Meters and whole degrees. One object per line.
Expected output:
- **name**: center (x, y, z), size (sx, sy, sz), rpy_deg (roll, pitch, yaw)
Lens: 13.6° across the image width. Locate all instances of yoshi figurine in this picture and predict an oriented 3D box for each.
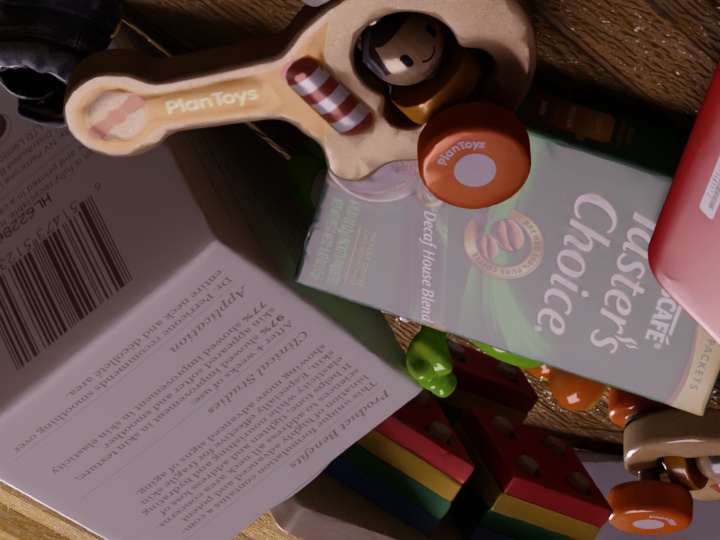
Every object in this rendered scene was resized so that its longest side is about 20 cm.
- **yoshi figurine**: center (0.055, -0.005, 1.460), size (0.199, 0.113, 0.112), rpy_deg (29, 147, -24)

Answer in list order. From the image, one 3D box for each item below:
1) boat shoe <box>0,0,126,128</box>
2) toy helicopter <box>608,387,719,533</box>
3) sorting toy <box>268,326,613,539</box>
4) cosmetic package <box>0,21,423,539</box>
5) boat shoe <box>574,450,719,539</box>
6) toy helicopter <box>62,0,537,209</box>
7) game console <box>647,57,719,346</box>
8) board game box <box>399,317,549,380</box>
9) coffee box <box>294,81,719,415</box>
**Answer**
- **boat shoe**: center (-0.156, -0.109, 1.352), size (0.071, 0.091, 0.200), rpy_deg (24, 164, -19)
- **toy helicopter**: center (0.241, 0.108, 1.696), size (0.199, 0.079, 0.132), rpy_deg (17, 154, -32)
- **sorting toy**: center (0.026, 0.085, 1.621), size (0.198, 0.070, 0.200), rpy_deg (22, -159, -30)
- **cosmetic package**: center (-0.108, 0.015, 1.469), size (0.200, 0.167, 0.167), rpy_deg (39, -163, -52)
- **boat shoe**: center (0.164, 0.149, 1.950), size (0.199, 0.071, 0.070), rpy_deg (7, -171, 25)
- **toy helicopter**: center (-0.027, -0.088, 1.237), size (0.199, 0.079, 0.133), rpy_deg (-9, 134, 7)
- **game console**: center (0.229, -0.024, 1.231), size (0.172, 0.118, 0.200), rpy_deg (46, 153, 19)
- **board game box**: center (0.000, 0.000, 1.675), size (0.199, 0.026, 0.200), rpy_deg (13, 164, 22)
- **coffee box**: center (0.081, -0.020, 1.351), size (0.199, 0.044, 0.123), rpy_deg (19, 125, 1)
